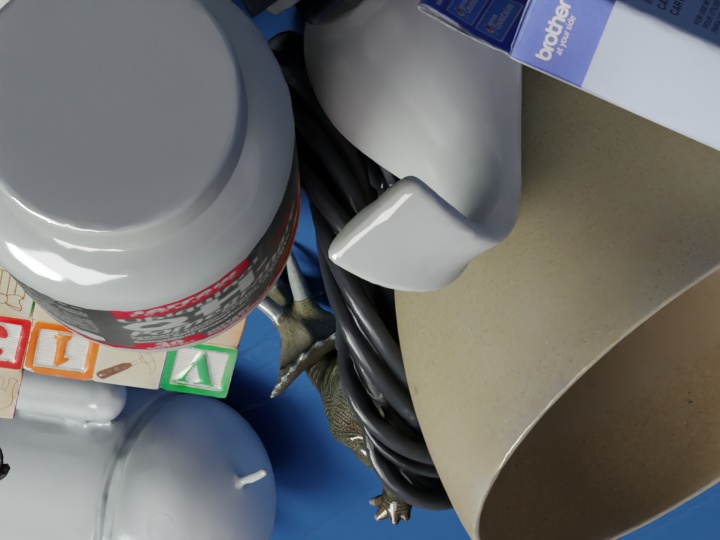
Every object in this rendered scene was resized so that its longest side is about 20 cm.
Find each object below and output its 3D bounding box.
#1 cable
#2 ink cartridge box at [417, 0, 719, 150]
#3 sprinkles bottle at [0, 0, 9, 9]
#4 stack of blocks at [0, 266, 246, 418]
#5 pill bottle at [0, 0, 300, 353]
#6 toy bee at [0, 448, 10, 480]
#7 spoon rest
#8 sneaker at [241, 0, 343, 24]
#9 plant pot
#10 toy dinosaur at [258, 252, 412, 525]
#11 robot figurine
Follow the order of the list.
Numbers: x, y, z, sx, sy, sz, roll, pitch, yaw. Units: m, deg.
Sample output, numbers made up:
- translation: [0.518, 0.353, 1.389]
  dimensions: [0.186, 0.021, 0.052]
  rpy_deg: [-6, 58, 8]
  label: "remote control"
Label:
- translation: [0.000, 0.000, 1.056]
  dimensions: [0.050, 0.164, 0.201]
  rpy_deg: [-15, 135, 10]
  label: "cable"
- translation: [0.127, -0.079, 0.876]
  dimensions: [0.199, 0.119, 0.042]
  rpy_deg: [22, 123, 7]
  label: "ink cartridge box"
- translation: [-0.167, -0.173, 0.911]
  dimensions: [0.201, 0.068, 0.068]
  rpy_deg: [58, 160, 28]
  label: "sprinkles bottle"
- translation: [-0.146, -0.001, 1.105]
  dimensions: [0.199, 0.059, 0.116]
  rpy_deg: [8, 131, -10]
  label: "stack of blocks"
- translation: [-0.075, -0.037, 0.888]
  dimensions: [0.110, 0.111, 0.200]
  rpy_deg: [25, 173, 3]
  label: "pill bottle"
- translation: [-0.140, -0.008, 1.211]
  dimensions: [0.199, 0.109, 0.131]
  rpy_deg: [-26, 130, 19]
  label: "toy bee"
- translation: [0.020, -0.061, 0.916]
  dimensions: [0.061, 0.201, 0.099]
  rpy_deg: [37, 120, -26]
  label: "spoon rest"
- translation: [0.013, -0.131, 0.878]
  dimensions: [0.198, 0.130, 0.080]
  rpy_deg: [6, 143, 30]
  label: "sneaker"
- translation: [0.089, -0.009, 0.972]
  dimensions: [0.135, 0.199, 0.201]
  rpy_deg: [55, 157, 25]
  label: "plant pot"
- translation: [0.035, 0.060, 1.186]
  dimensions: [0.199, 0.077, 0.102]
  rpy_deg: [13, 152, 27]
  label: "toy dinosaur"
- translation: [-0.125, 0.109, 1.339]
  dimensions: [0.199, 0.113, 0.170]
  rpy_deg: [9, 140, 28]
  label: "robot figurine"
